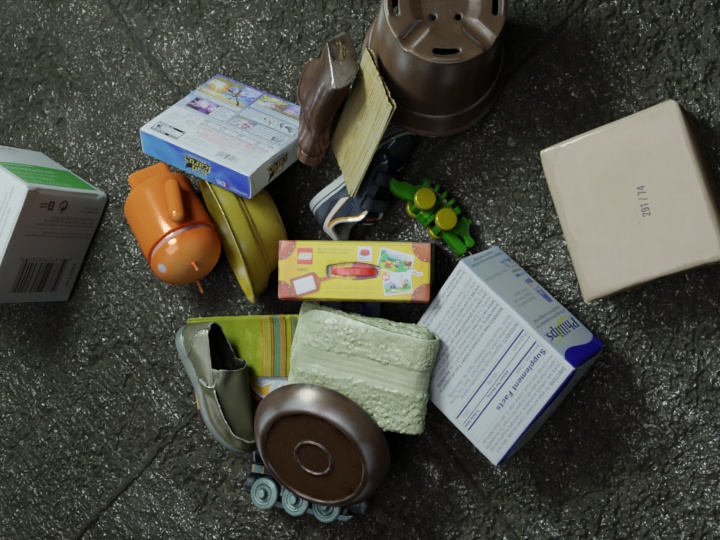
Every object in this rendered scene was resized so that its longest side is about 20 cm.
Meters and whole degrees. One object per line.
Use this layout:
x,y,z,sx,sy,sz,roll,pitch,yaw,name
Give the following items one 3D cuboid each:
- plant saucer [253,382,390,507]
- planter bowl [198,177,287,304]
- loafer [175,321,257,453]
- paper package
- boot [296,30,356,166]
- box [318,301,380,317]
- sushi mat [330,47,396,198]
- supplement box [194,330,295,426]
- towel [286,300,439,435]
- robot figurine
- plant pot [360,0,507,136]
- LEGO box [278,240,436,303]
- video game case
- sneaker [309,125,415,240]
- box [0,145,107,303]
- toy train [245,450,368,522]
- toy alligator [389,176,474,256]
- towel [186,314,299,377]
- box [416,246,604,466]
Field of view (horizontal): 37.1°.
-0.058,0.241,1.422,0.197,0.032,0.203,12,124,18,plant saucer
-0.158,-0.061,1.550,0.082,0.201,0.203,-23,79,-11,planter bowl
-0.190,0.160,1.494,0.069,0.075,0.202,-29,89,34,loafer
0.341,-0.082,1.319,0.188,0.103,0.203,-19,84,25,paper package
-0.042,-0.267,1.435,0.063,0.201,0.189,6,60,-9,boot
-0.027,0.140,1.492,0.047,0.121,0.204,2,92,47,box
0.001,-0.187,1.387,0.201,0.012,0.097,118,139,-56,sushi mat
-0.144,0.155,1.572,0.197,0.085,0.112,-13,86,26,supplement box
-0.001,0.130,1.395,0.197,0.036,0.151,12,101,16,towel
-0.282,-0.064,1.609,0.144,0.116,0.202,-43,66,29,robot figurine
0.099,-0.296,1.341,0.196,0.198,0.204,0,79,-1,plant pot
0.000,0.000,1.433,0.196,0.149,0.079,1,91,7,LEGO box
-0.182,-0.195,1.534,0.198,0.181,0.046,24,136,23,video game case
0.016,-0.116,1.492,0.200,0.078,0.080,-42,68,32,sneaker
-0.550,-0.074,1.702,0.170,0.198,0.203,29,102,22,box
-0.075,0.296,1.550,0.197,0.085,0.116,5,82,27,toy train
0.124,-0.066,1.457,0.200,0.059,0.054,44,75,1,toy alligator
-0.163,0.108,1.524,0.197,0.018,0.088,-3,88,27,towel
0.176,0.108,1.386,0.200,0.104,0.185,45,122,19,box
